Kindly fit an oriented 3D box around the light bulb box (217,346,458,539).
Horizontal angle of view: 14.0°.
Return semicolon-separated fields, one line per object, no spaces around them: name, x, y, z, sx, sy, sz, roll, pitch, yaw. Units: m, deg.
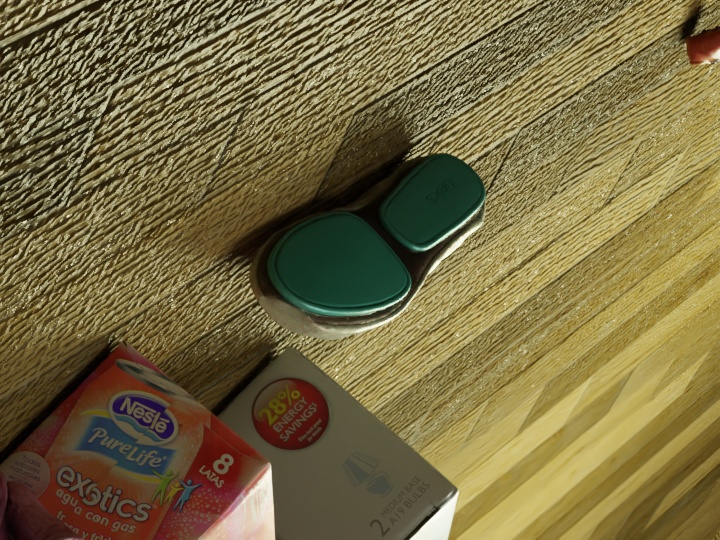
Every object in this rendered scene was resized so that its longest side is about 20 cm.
light bulb box;-0.060;0.179;1.585;0.198;0.125;0.200;-45;166;-19

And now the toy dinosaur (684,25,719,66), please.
toy dinosaur;0.275;-0.191;1.851;0.181;0.105;0.200;-14;105;-47

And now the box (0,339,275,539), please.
box;-0.105;0.129;1.386;0.103;0.095;0.200;-47;165;-18

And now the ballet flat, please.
ballet flat;0.000;0.000;1.451;0.062;0.067;0.200;-49;169;36

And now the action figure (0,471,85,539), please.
action figure;-0.156;0.135;1.242;0.149;0.134;0.200;-92;176;-55
